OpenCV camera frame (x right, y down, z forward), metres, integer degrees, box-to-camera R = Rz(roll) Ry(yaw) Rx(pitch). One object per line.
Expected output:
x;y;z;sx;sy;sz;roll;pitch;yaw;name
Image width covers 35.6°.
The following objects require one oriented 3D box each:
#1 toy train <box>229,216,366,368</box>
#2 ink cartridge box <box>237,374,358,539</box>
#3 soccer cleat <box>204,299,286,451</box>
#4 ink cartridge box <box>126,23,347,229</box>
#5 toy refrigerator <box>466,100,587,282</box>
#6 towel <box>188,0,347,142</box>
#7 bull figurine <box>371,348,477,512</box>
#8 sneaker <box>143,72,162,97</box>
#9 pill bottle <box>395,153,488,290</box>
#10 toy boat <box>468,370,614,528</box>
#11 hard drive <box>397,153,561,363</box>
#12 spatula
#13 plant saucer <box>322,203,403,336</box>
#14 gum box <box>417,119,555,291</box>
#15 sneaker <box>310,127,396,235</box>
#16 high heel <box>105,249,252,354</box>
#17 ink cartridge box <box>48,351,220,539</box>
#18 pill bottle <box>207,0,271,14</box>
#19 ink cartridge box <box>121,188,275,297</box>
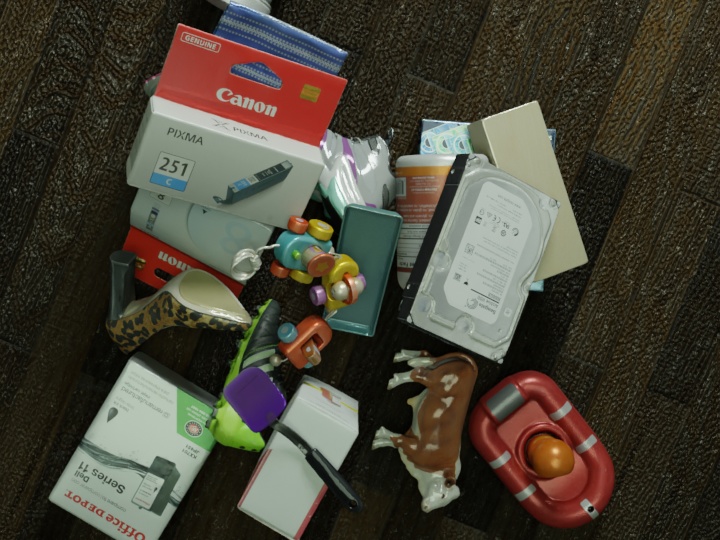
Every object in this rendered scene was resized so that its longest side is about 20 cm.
-0.061;0.034;1.285;0.150;0.056;0.201;-39;136;-10;toy train
-0.070;0.215;1.330;0.083;0.200;0.146;28;92;-1;ink cartridge box
-0.122;0.128;1.357;0.080;0.068;0.201;24;55;-10;soccer cleat
-0.131;-0.148;1.204;0.198;0.045;0.177;14;120;-22;ink cartridge box
0.199;-0.093;1.346;0.075;0.070;0.202;-20;95;-10;toy refrigerator
-0.120;-0.178;1.222;0.144;0.024;0.201;20;118;-21;towel
0.082;0.195;1.401;0.120;0.065;0.202;14;89;2;bull figurine
-0.197;-0.176;1.299;0.081;0.200;0.089;-27;79;-16;sneaker
0.098;-0.035;1.323;0.111;0.112;0.202;-2;94;-2;pill bottle
0.229;0.227;1.377;0.130;0.131;0.200;-39;94;1;toy boat
0.134;-0.012;1.259;0.139;0.038;0.202;25;83;-25;hard drive
-0.067;0.188;1.217;0.056;0.021;0.200;-43;94;14;spatula
0.000;0.000;1.354;0.069;0.019;0.201;11;133;-2;plant saucer
0.150;-0.080;1.399;0.168;0.045;0.202;4;93;-2;gum box
-0.021;-0.149;1.382;0.139;0.078;0.201;-34;81;-20;sneaker
-0.218;0.068;1.351;0.199;0.071;0.144;22;127;17;high heel
-0.268;0.225;1.379;0.146;0.083;0.201;30;92;-4;ink cartridge box
-0.110;-0.400;1.336;0.112;0.112;0.201;27;92;-4;pill bottle
-0.203;-0.027;1.334;0.159;0.047;0.201;27;127;-5;ink cartridge box
